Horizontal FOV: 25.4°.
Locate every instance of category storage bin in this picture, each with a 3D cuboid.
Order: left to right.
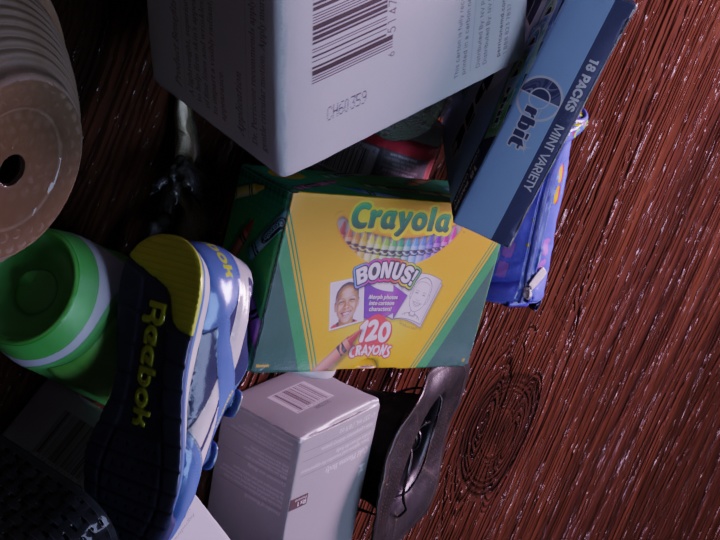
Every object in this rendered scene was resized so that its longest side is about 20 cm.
[{"bbox_3d":[-0.213,0.204,0.985,0.094,0.135,0.201,-44,145,-31],"label":"storage bin"}]

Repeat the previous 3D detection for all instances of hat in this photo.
[{"bbox_3d":[0.020,0.149,1.365,0.200,0.080,0.202,19,90,-73],"label":"hat"}]

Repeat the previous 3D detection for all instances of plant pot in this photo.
[{"bbox_3d":[-0.210,-0.068,0.828,0.201,0.092,0.202,-39,142,-39],"label":"plant pot"}]

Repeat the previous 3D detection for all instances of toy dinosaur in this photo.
[{"bbox_3d":[-0.115,-0.050,1.038,0.088,0.047,0.201,-58,155,-58],"label":"toy dinosaur"}]

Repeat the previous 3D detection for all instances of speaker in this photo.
[{"bbox_3d":[-0.155,0.041,1.007,0.089,0.088,0.200,-60,150,-6],"label":"speaker"}]

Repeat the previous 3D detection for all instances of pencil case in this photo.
[{"bbox_3d":[0.143,-0.061,1.407,0.078,0.087,0.201,-2,115,-33],"label":"pencil case"}]

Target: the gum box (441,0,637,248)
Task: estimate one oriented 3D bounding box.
[{"bbox_3d":[0.110,-0.130,1.050,0.200,0.044,0.171,-90,-155,-67],"label":"gum box"}]

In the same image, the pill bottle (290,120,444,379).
[{"bbox_3d":[-0.023,-0.030,1.137,0.110,0.110,0.201,5,108,-59],"label":"pill bottle"}]

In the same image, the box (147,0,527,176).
[{"bbox_3d":[-0.010,-0.194,0.897,0.199,0.131,0.200,-29,140,-31],"label":"box"}]

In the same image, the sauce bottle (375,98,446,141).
[{"bbox_3d":[0.024,-0.151,1.083,0.200,0.064,0.065,-92,-169,-64],"label":"sauce bottle"}]

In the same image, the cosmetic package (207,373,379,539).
[{"bbox_3d":[-0.061,0.188,1.270,0.107,0.090,0.201,-23,127,-49],"label":"cosmetic package"}]

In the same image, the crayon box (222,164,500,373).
[{"bbox_3d":[0.000,0.000,1.050,0.199,0.058,0.120,1,109,-42],"label":"crayon box"}]

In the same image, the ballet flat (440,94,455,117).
[{"bbox_3d":[0.076,-0.178,1.179,0.200,0.056,0.067,103,-14,-67],"label":"ballet flat"}]

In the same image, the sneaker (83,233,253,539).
[{"bbox_3d":[-0.107,0.077,0.951,0.082,0.074,0.201,-6,114,-61],"label":"sneaker"}]

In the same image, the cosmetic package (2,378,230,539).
[{"bbox_3d":[-0.160,0.166,1.079,0.071,0.101,0.200,-52,148,-18],"label":"cosmetic package"}]
